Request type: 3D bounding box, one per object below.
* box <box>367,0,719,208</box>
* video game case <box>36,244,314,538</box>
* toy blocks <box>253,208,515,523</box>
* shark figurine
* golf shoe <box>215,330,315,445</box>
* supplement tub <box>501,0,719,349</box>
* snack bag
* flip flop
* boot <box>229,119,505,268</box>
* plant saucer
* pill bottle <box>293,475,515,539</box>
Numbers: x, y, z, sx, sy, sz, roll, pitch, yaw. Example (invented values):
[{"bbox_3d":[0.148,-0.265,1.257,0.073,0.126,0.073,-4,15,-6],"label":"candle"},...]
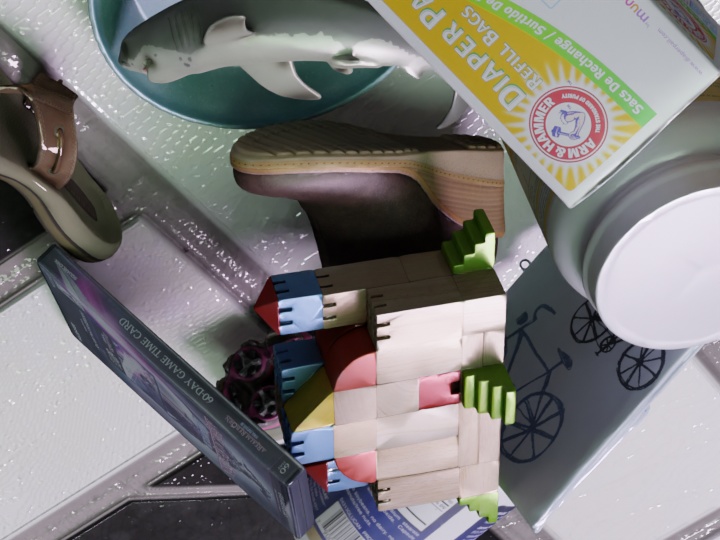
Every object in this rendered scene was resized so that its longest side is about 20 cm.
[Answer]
[{"bbox_3d":[0.079,-0.145,0.996,0.200,0.112,0.101,45,110,-6],"label":"box"},{"bbox_3d":[-0.108,0.075,1.187,0.019,0.200,0.143,-45,166,-14],"label":"video game case"},{"bbox_3d":[0.010,0.068,1.155,0.137,0.100,0.200,-9,128,-10],"label":"toy blocks"},{"bbox_3d":[-0.017,-0.142,1.062,0.214,0.090,0.128,4,165,-11],"label":"shark figurine"},{"bbox_3d":[0.005,0.052,1.314,0.200,0.073,0.092,-26,153,9],"label":"golf shoe"},{"bbox_3d":[0.164,-0.067,1.148,0.145,0.200,0.145,-9,135,-9],"label":"supplement tub"},{"bbox_3d":[0.137,0.044,1.239,0.021,0.189,0.200,38,96,-31],"label":"snack bag"},{"bbox_3d":[-0.177,-0.075,1.116,0.058,0.081,0.200,-20,140,14],"label":"flip flop"},{"bbox_3d":[0.000,0.000,1.176,0.200,0.072,0.166,1,109,-36],"label":"boot"},{"bbox_3d":[-0.054,-0.167,1.100,0.200,0.036,0.200,-9,134,-9],"label":"plant saucer"},{"bbox_3d":[0.053,0.136,1.374,0.200,0.111,0.111,-41,131,22],"label":"pill bottle"}]
